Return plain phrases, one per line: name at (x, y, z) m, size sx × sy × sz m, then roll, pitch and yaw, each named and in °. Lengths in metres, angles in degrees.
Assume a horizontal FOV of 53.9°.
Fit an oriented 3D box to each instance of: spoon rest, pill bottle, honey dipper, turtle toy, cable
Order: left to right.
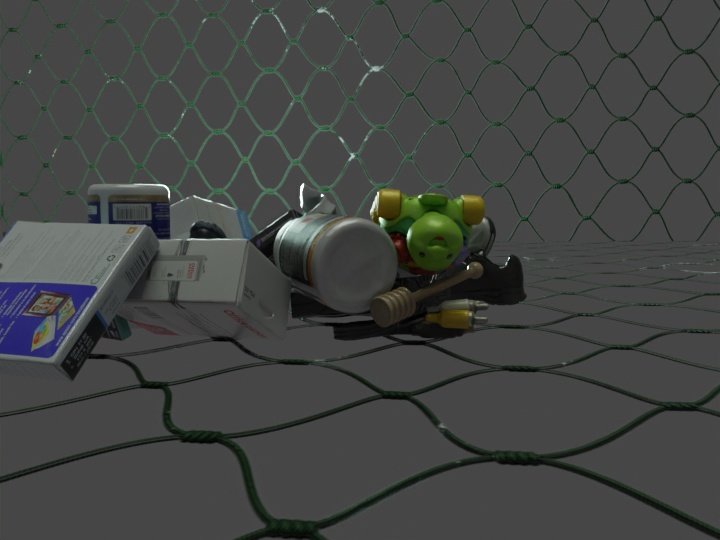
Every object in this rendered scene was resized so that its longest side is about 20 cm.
pill bottle at (-0.334, -0.022, 1.027) m, size 0.113 × 0.204 × 0.116 m, roll 1°, pitch 5°, yaw 0°
spoon rest at (-0.073, -0.113, 1.287) m, size 0.061 × 0.099 × 0.200 m, roll -42°, pitch 13°, yaw 11°
pill bottle at (-0.042, -0.016, 0.929) m, size 0.114 × 0.119 × 0.199 m, roll -3°, pitch 9°, yaw -24°
cable at (0.064, 0.058, 0.909) m, size 0.196 × 0.051 × 0.097 m, roll 1°, pitch 12°, yaw 2°
turtle toy at (0.085, -0.047, 0.910) m, size 0.143 × 0.103 × 0.200 m, roll 4°, pitch -3°, yaw -2°
honey dipper at (0.094, 0.025, 0.897) m, size 0.198 × 0.039 × 0.038 m, roll -19°, pitch 16°, yaw -41°

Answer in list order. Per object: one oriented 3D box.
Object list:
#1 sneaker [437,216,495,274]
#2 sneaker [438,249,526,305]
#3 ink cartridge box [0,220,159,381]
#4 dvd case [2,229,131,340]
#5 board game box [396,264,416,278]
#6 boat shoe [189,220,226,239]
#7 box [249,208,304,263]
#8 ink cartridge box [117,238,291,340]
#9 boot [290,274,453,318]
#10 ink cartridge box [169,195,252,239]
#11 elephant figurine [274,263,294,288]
sneaker at (0.136, -0.026, 1.218) m, size 0.114 × 0.077 × 0.200 m, roll 9°, pitch -42°, yaw -46°
sneaker at (0.178, 0.011, 1.187) m, size 0.196 × 0.093 × 0.076 m, roll -1°, pitch 7°, yaw 6°
ink cartridge box at (-0.353, 0.025, 0.785) m, size 0.196 × 0.044 × 0.200 m, roll 4°, pitch 48°, yaw 20°
dvd case at (-0.395, 0.017, 0.947) m, size 0.197 × 0.148 × 0.022 m, roll 2°, pitch 24°, yaw 34°
board game box at (0.000, 0.000, 1.074) m, size 0.198 × 0.030 × 0.095 m, roll -26°, pitch -48°, yaw 37°
boat shoe at (-0.231, -0.001, 1.070) m, size 0.070 × 0.092 × 0.200 m, roll 13°, pitch -20°, yaw -7°
box at (-0.131, -0.037, 1.344) m, size 0.142 × 0.036 × 0.199 m, roll -34°, pitch -26°, yaw 14°
ink cartridge box at (-0.201, 0.026, 0.876) m, size 0.196 × 0.084 × 0.147 m, roll 1°, pitch -21°, yaw 18°
boot at (0.017, 0.047, 1.047) m, size 0.198 × 0.067 × 0.164 m, roll -10°, pitch -15°, yaw 36°
ink cartridge box at (-0.300, -0.047, 1.309) m, size 0.127 × 0.127 × 0.199 m, roll -20°, pitch -14°, yaw 20°
elephant figurine at (-0.074, 0.000, 1.263) m, size 0.197 × 0.143 × 0.156 m, roll -13°, pitch -31°, yaw -28°
